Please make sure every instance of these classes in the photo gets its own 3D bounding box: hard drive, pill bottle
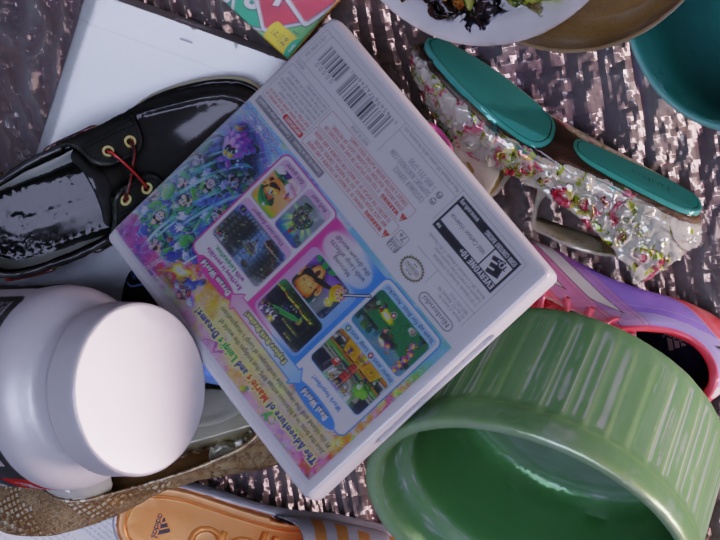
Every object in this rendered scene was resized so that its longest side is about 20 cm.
[{"bbox_3d":[-0.130,-0.053,1.412,0.131,0.026,0.201,19,104,-1],"label":"hard drive"},{"bbox_3d":[-0.189,0.066,1.342,0.199,0.116,0.117,-1,108,45],"label":"pill bottle"}]

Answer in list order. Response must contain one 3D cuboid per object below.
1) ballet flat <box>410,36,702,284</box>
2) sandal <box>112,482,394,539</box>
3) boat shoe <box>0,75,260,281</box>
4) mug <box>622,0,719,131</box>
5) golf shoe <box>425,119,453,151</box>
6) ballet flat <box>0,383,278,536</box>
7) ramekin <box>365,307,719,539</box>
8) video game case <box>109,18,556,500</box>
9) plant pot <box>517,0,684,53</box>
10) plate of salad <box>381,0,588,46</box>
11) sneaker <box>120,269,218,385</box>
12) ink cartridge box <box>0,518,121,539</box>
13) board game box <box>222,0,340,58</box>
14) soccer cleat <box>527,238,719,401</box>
[{"bbox_3d":[0.104,-0.057,1.359,0.199,0.076,0.064,33,116,2],"label":"ballet flat"},{"bbox_3d":[-0.053,0.186,1.441,0.205,0.059,0.080,15,105,-9],"label":"sandal"},{"bbox_3d":[-0.142,-0.050,1.369,0.200,0.063,0.074,-24,99,7],"label":"boat shoe"},{"bbox_3d":[0.226,-0.158,1.282,0.185,0.114,0.152,50,121,29],"label":"mug"},{"bbox_3d":[0.000,0.000,1.333,0.075,0.091,0.201,23,68,-27],"label":"golf shoe"},{"bbox_3d":[-0.134,0.103,1.415,0.199,0.065,0.071,-19,58,-4],"label":"ballet flat"},{"bbox_3d":[0.112,0.112,1.347,0.199,0.098,0.201,18,145,13],"label":"ramekin"},{"bbox_3d":[-0.019,-0.008,1.302,0.182,0.024,0.200,-43,69,9],"label":"video game case"},{"bbox_3d":[0.114,-0.218,1.264,0.199,0.027,0.202,7,103,31],"label":"plant pot"},{"bbox_3d":[0.058,-0.219,1.256,0.199,0.048,0.202,7,103,31],"label":"plate of salad"},{"bbox_3d":[-0.042,0.029,1.390,0.199,0.070,0.078,8,109,-13],"label":"sneaker"},{"bbox_3d":[-0.188,0.094,1.473,0.161,0.050,0.200,39,89,-3],"label":"ink cartridge box"},{"bbox_3d":[-0.085,-0.225,1.369,0.200,0.030,0.096,42,107,-1],"label":"board game box"},{"bbox_3d":[0.122,0.030,1.376,0.199,0.076,0.067,17,108,4],"label":"soccer cleat"}]
